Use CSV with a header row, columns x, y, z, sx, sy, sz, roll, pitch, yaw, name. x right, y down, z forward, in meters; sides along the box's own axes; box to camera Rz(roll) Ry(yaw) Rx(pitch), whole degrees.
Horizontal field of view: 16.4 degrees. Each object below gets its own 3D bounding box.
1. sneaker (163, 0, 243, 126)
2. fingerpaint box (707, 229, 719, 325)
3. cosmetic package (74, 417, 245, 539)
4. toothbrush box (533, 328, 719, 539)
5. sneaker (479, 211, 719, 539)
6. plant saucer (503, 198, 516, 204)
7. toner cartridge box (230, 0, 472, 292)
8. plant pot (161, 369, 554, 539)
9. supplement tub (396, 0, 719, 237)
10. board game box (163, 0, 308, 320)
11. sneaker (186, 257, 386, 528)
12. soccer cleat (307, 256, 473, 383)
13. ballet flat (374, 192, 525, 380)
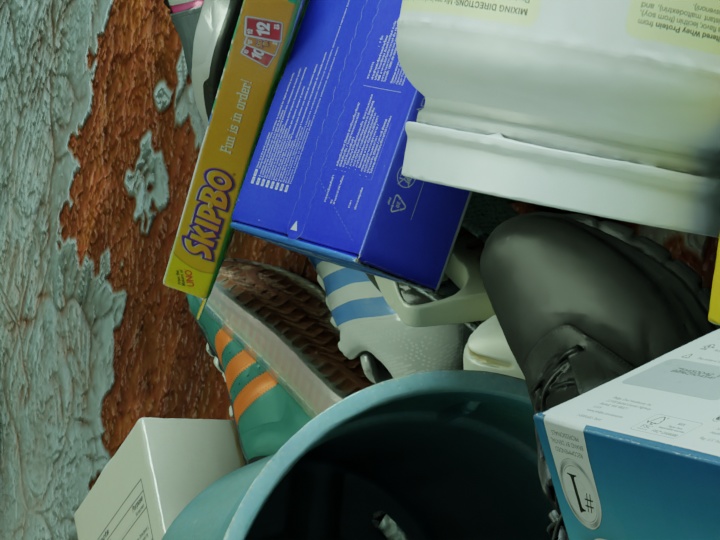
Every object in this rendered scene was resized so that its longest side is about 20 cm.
x,y,z,sx,sy,sz,roll,pitch,yaw,name
-0.081,-0.162,1.148,0.121,0.084,0.200,38,142,36,sneaker
0.200,-0.045,0.745,0.200,0.073,0.167,19,104,60,fingerpaint box
-0.075,0.181,1.199,0.105,0.071,0.200,-52,43,47,cosmetic package
0.146,0.127,0.744,0.146,0.085,0.200,7,116,63,toothbrush box
0.095,0.064,0.862,0.200,0.091,0.076,55,142,22,sneaker
0.059,-0.126,1.044,0.200,0.036,0.200,10,102,56,plant saucer
0.021,-0.098,0.974,0.095,0.043,0.200,17,87,56,toner cartridge box
0.006,0.146,0.990,0.196,0.200,0.201,162,109,-69,plant pot
0.092,-0.120,0.871,0.145,0.145,0.200,17,97,62,supplement tub
-0.046,-0.078,1.064,0.096,0.030,0.200,-72,-1,-49,board game box
-0.039,0.058,1.196,0.200,0.071,0.080,45,121,54,sneaker
0.000,0.000,1.133,0.200,0.070,0.086,-128,37,-57,soccer cleat
0.055,0.017,0.984,0.200,0.074,0.074,43,126,41,ballet flat
